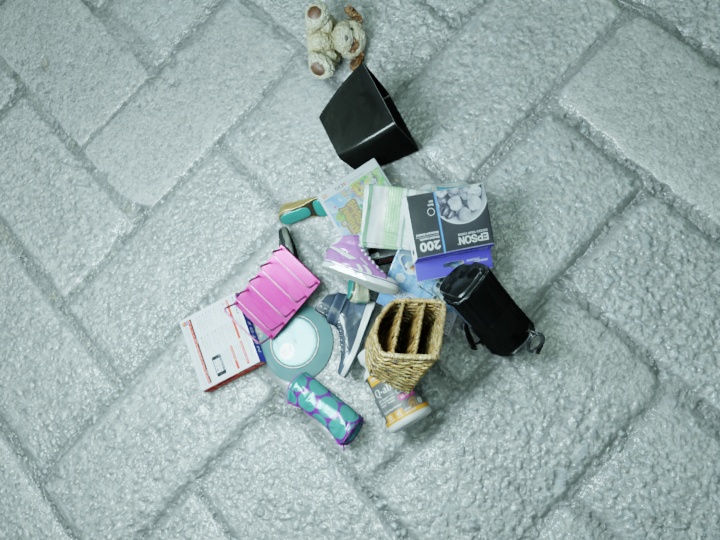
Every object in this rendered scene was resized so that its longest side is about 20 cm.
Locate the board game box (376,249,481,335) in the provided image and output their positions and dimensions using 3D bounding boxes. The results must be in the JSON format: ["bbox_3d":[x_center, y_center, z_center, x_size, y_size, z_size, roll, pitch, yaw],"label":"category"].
[{"bbox_3d":[0.166,0.025,1.558,0.197,0.043,0.202,23,99,5],"label":"board game box"}]

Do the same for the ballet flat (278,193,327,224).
[{"bbox_3d":[-0.127,-0.177,1.707,0.196,0.069,0.064,-11,45,7],"label":"ballet flat"}]

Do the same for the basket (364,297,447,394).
[{"bbox_3d":[0.100,0.146,1.452,0.141,0.150,0.201,27,40,-6],"label":"basket"}]

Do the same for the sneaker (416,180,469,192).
[{"bbox_3d":[0.219,-0.158,1.557,0.197,0.081,0.131,-18,38,-21],"label":"sneaker"}]

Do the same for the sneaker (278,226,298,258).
[{"bbox_3d":[-0.216,-0.013,1.679,0.112,0.076,0.204,-11,80,3],"label":"sneaker"}]

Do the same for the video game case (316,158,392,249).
[{"bbox_3d":[0.009,-0.160,1.620,0.180,0.022,0.202,-32,70,2],"label":"video game case"}]

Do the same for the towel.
[{"bbox_3d":[0.100,-0.123,1.515,0.196,0.031,0.153,6,89,1],"label":"towel"}]

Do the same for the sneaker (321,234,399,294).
[{"bbox_3d":[0.015,-0.024,1.537,0.197,0.073,0.116,23,75,8],"label":"sneaker"}]

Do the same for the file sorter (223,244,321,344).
[{"bbox_3d":[-0.221,0.062,1.577,0.139,0.125,0.201,42,99,2],"label":"file sorter"}]

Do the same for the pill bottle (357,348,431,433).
[{"bbox_3d":[0.077,0.274,1.525,0.115,0.116,0.202,-30,73,4],"label":"pill bottle"}]

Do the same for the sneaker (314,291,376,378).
[{"bbox_3d":[-0.058,0.153,1.596,0.144,0.077,0.205,19,72,5],"label":"sneaker"}]

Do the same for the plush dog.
[{"bbox_3d":[-0.065,-0.639,1.778,0.168,0.161,0.204,-5,104,-3],"label":"plush dog"}]

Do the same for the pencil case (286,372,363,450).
[{"bbox_3d":[-0.090,0.341,1.563,0.198,0.085,0.093,33,70,18],"label":"pencil case"}]

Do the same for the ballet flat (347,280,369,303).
[{"bbox_3d":[0.000,0.000,1.626,0.061,0.068,0.203,12,55,-15],"label":"ballet flat"}]

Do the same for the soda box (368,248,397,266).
[{"bbox_3d":[0.118,-0.068,1.618,0.196,0.071,0.065,-13,73,9],"label":"soda box"}]

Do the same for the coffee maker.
[{"bbox_3d":[0.298,0.085,1.443,0.191,0.200,0.136,-12,39,52],"label":"coffee maker"}]

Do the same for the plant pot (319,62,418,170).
[{"bbox_3d":[0.012,-0.374,1.661,0.176,0.199,0.202,-32,72,15],"label":"plant pot"}]

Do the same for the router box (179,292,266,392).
[{"bbox_3d":[-0.363,0.189,1.676,0.177,0.049,0.203,-26,73,8],"label":"router box"}]

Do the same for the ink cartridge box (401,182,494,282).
[{"bbox_3d":[0.209,-0.088,1.488,0.194,0.043,0.204,-11,91,-8],"label":"ink cartridge box"}]

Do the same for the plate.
[{"bbox_3d":[-0.168,0.185,1.649,0.196,0.026,0.204,-3,77,11],"label":"plate"}]
